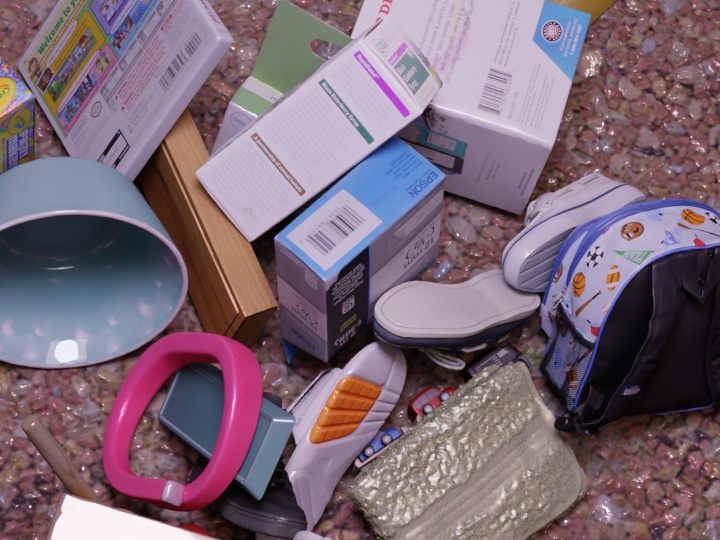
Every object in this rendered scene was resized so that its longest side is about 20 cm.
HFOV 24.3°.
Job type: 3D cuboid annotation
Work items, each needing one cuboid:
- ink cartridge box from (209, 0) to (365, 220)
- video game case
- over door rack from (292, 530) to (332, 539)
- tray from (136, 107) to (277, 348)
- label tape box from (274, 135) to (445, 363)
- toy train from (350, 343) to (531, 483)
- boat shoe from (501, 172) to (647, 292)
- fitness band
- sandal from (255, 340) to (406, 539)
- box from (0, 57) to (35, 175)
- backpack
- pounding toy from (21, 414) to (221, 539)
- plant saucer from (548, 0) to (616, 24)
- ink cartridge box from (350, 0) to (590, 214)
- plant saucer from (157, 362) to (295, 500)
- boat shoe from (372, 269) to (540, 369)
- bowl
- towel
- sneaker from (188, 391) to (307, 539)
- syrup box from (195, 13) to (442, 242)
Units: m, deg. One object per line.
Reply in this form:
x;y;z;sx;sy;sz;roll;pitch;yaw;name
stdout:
-0.044;-0.125;1.463;0.145;0.200;0.048;30;53;2;ink cartridge box
-0.208;-0.188;1.452;0.022;0.200;0.182;2;46;-49;video game case
-0.031;0.320;1.279;0.066;0.200;0.148;4;40;32;over door rack
-0.140;-0.033;1.460;0.037;0.099;0.200;-17;73;-26;tray
0.000;0.000;1.418;0.066;0.200;0.143;38;65;23;label tape box
0.066;0.125;1.477;0.200;0.034;0.046;-34;77;-21;toy train
0.181;-0.037;1.534;0.067;0.074;0.200;34;36;29;boat shoe
-0.147;0.120;1.355;0.037;0.200;0.144;24;76;-31;fitness band
-0.040;0.140;1.419;0.059;0.079;0.207;27;79;40;sandal
-0.377;-0.138;1.401;0.122;0.200;0.193;-39;79;-22;box
0.255;0.029;1.461;0.199;0.191;0.154;-9;47;-28;backpack
-0.189;0.230;1.301;0.199;0.184;0.143;18;66;-4;pounding toy
0.151;-0.310;1.660;0.200;0.048;0.200;43;66;7;plant saucer
0.085;-0.171;1.529;0.199;0.146;0.147;18;66;2;ink cartridge box
-0.114;0.121;1.355;0.019;0.200;0.070;24;90;-29;plant saucer
0.077;0.044;1.453;0.075;0.062;0.200;44;33;23;boat shoe
-0.251;-0.019;1.401;0.200;0.201;0.105;-4;51;-13;bowl
0.096;0.183;1.438;0.200;0.036;0.149;-35;95;-22;towel
-0.091;0.146;1.372;0.060;0.200;0.105;18;90;-30;sneaker
-0.034;-0.118;1.393;0.082;0.200;0.079;51;27;-10;syrup box
